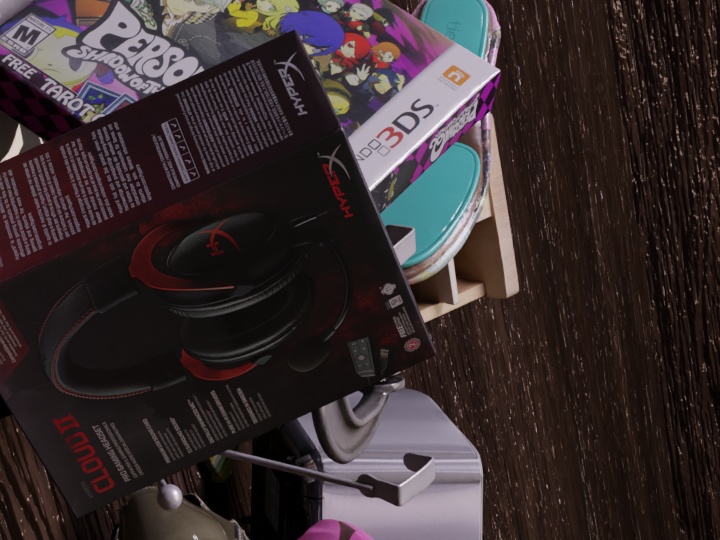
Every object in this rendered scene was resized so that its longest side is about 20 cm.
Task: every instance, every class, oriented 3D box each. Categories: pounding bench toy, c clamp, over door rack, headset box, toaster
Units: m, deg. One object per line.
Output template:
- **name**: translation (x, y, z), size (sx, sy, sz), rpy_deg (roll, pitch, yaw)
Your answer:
- **pounding bench toy**: translation (-0.026, -0.027, 1.643), size (0.156, 0.199, 0.125), rpy_deg (-24, 111, -42)
- **c clamp**: translation (0.000, 0.000, 1.350), size (0.171, 0.027, 0.201), rpy_deg (-16, 104, -73)
- **over door rack**: translation (-0.069, 0.046, 1.244), size (0.067, 0.199, 0.149), rpy_deg (-59, 149, -56)
- **headset box**: translation (-0.086, 0.008, 1.068), size (0.075, 0.199, 0.149), rpy_deg (-115, -179, -46)
- **toaster**: translation (-0.002, 0.174, 1.512), size (0.200, 0.118, 0.182), rpy_deg (-136, -134, -73)

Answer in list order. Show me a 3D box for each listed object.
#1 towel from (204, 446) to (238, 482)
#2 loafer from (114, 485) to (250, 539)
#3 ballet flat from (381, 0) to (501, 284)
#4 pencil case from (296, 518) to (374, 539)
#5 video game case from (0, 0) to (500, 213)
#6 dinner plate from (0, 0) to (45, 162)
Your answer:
- **towel**: translation (-0.101, 0.033, 1.515), size (0.086, 0.018, 0.201), rpy_deg (-79, 160, -46)
- **loafer**: translation (-0.093, 0.157, 1.388), size (0.070, 0.075, 0.200), rpy_deg (61, -5, 14)
- **ballet flat**: translation (0.039, -0.062, 1.356), size (0.071, 0.069, 0.201), rpy_deg (90, 9, -57)
- **pencil case**: translation (-0.051, 0.225, 1.330), size (0.200, 0.094, 0.091), rpy_deg (-43, 172, -19)
- **video game case**: translation (-0.060, -0.094, 1.224), size (0.181, 0.200, 0.036), rpy_deg (-43, 159, -38)
- **dinner plate**: translation (-0.154, -0.086, 1.316), size (0.200, 0.024, 0.202), rpy_deg (-4, 90, -76)
